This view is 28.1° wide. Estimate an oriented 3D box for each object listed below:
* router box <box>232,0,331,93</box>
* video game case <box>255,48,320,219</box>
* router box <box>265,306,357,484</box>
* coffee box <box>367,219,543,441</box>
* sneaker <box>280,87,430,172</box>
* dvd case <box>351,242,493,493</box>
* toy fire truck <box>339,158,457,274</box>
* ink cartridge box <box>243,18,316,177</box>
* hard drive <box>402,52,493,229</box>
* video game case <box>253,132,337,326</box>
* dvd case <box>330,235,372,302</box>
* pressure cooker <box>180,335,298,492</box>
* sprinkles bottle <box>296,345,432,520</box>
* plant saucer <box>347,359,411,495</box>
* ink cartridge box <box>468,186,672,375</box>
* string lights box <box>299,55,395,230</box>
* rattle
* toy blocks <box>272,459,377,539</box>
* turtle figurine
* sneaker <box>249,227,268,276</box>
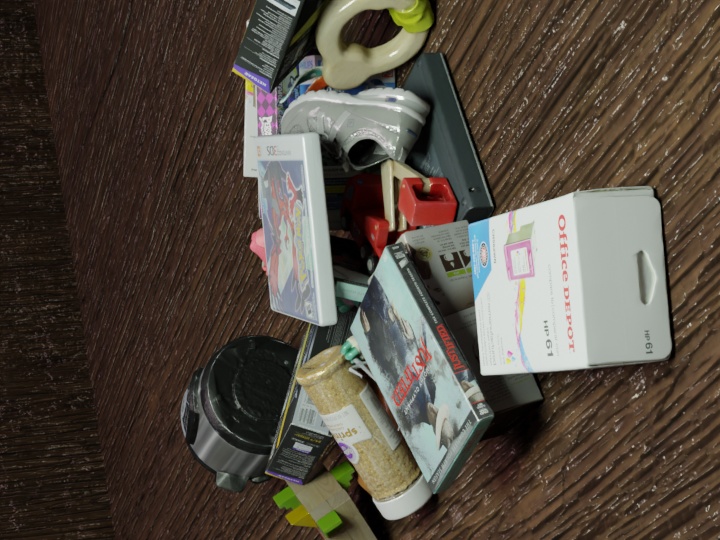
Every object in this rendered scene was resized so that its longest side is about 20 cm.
[{"bbox_3d":[-0.052,-0.307,1.557,0.200,0.052,0.157,-54,-7,-45],"label":"router box"},{"bbox_3d":[-0.065,-0.167,1.731,0.036,0.181,0.201,2,97,28],"label":"video game case"},{"bbox_3d":[-0.053,0.136,1.737,0.157,0.052,0.200,117,169,-58],"label":"router box"},{"bbox_3d":[0.091,0.067,1.433,0.200,0.080,0.113,68,153,19],"label":"coffee box"},{"bbox_3d":[-0.019,-0.145,1.535,0.200,0.075,0.082,-4,64,47],"label":"sneaker"},{"bbox_3d":[0.055,0.094,1.383,0.200,0.022,0.146,62,151,26],"label":"dvd case"},{"bbox_3d":[0.035,-0.068,1.547,0.200,0.049,0.141,-121,34,-51],"label":"toy fire truck"},{"bbox_3d":[-0.100,-0.230,1.849,0.145,0.084,0.201,-79,-8,-74],"label":"ink cartridge box"},{"bbox_3d":[0.079,-0.112,1.539,0.140,0.033,0.200,118,142,-54],"label":"hard drive"},{"bbox_3d":[-0.073,-0.047,1.554,0.182,0.023,0.201,-169,72,-69],"label":"video game case"},{"bbox_3d":[0.000,0.000,1.612,0.200,0.146,0.022,46,119,61],"label":"dvd case"},{"bbox_3d":[-0.158,0.202,2.009,0.179,0.176,0.200,53,151,9],"label":"pressure cooker"},{"bbox_3d":[0.006,0.181,1.606,0.200,0.068,0.068,59,163,-14],"label":"sprinkles bottle"},{"bbox_3d":[0.020,0.185,1.736,0.200,0.037,0.201,176,90,-68],"label":"plant saucer"},{"bbox_3d":[0.176,0.014,1.241,0.200,0.084,0.145,164,102,-67],"label":"ink cartridge box"},{"bbox_3d":[-0.014,-0.149,1.678,0.059,0.103,0.201,-165,72,-69],"label":"string lights box"},{"bbox_3d":[-0.021,-0.274,1.597,0.200,0.130,0.143,-44,63,37],"label":"rattle"},{"bbox_3d":[-0.028,0.312,1.781,0.137,0.100,0.200,60,171,-26],"label":"toy blocks"},{"bbox_3d":[0.042,0.088,1.588,0.150,0.101,0.200,51,-175,-37],"label":"turtle figurine"},{"bbox_3d":[-0.074,-0.008,1.787,0.200,0.087,0.074,56,-145,-56],"label":"sneaker"}]
